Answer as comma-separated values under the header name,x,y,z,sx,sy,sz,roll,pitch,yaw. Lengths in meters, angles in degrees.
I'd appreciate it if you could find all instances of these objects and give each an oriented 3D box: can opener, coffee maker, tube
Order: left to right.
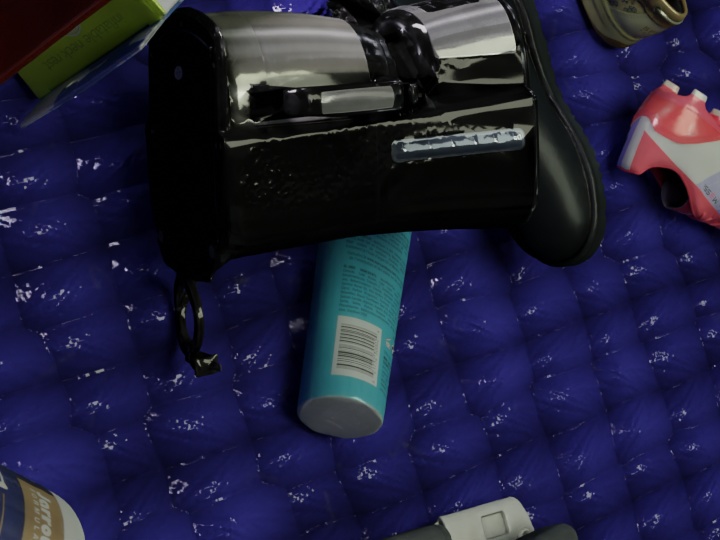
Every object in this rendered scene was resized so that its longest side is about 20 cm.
name,x,y,z,sx,sy,sz,roll,pitch,yaw
coffee maker,-0.012,-0.060,1.328,0.198,0.135,0.193,-5,123,-25
tube,0.000,0.000,1.411,0.077,0.050,0.201,36,50,-38
can opener,0.049,0.173,1.388,0.199,0.067,0.054,-10,84,-47

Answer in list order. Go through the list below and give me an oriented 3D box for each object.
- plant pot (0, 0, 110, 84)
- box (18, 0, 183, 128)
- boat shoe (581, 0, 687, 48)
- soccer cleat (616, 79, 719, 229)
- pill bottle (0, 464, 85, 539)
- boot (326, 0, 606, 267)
name,x,y,z,sx,sy,sz,roll,pitch,yaw
plant pot,-0.240,-0.205,1.133,0.199,0.199,0.178,22,51,-39
box,-0.115,-0.169,1.286,0.048,0.122,0.200,49,47,-14
boat shoe,0.169,-0.257,1.646,0.073,0.062,0.201,-33,101,-45
soccer cleat,0.256,-0.057,1.684,0.200,0.067,0.077,39,84,-38
pill bottle,-0.200,0.138,1.113,0.199,0.111,0.112,33,56,-34
boot,0.061,-0.093,1.474,0.167,0.076,0.202,-6,77,-49
